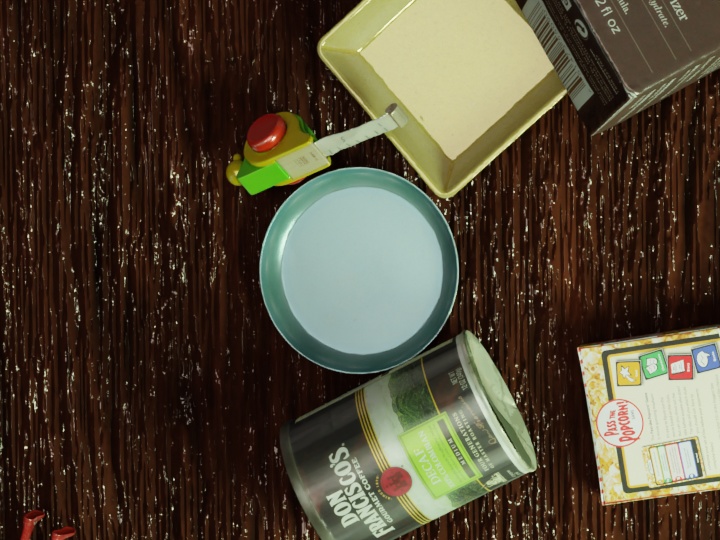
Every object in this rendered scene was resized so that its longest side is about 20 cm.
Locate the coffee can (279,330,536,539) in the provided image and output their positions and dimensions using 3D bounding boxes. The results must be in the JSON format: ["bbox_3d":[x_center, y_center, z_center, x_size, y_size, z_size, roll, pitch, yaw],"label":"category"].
[{"bbox_3d":[0.045,0.165,1.583,0.199,0.146,0.147,-28,85,11],"label":"coffee can"}]

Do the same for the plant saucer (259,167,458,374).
[{"bbox_3d":[0.000,0.000,1.651,0.199,0.027,0.202,0,91,13],"label":"plant saucer"}]

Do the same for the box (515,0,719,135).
[{"bbox_3d":[0.263,-0.248,1.493,0.199,0.164,0.167,-29,85,-7],"label":"box"}]

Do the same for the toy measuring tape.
[{"bbox_3d":[-0.045,-0.133,1.630,0.199,0.073,0.074,-22,86,23],"label":"toy measuring tape"}]

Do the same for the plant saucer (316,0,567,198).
[{"bbox_3d":[0.093,-0.204,1.617,0.200,0.048,0.200,-41,82,9],"label":"plant saucer"}]

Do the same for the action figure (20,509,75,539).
[{"bbox_3d":[-0.341,0.347,1.720,0.065,0.052,0.201,22,100,17],"label":"action figure"}]

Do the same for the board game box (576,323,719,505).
[{"bbox_3d":[0.313,0.129,1.574,0.199,0.046,0.153,-9,89,12],"label":"board game box"}]
